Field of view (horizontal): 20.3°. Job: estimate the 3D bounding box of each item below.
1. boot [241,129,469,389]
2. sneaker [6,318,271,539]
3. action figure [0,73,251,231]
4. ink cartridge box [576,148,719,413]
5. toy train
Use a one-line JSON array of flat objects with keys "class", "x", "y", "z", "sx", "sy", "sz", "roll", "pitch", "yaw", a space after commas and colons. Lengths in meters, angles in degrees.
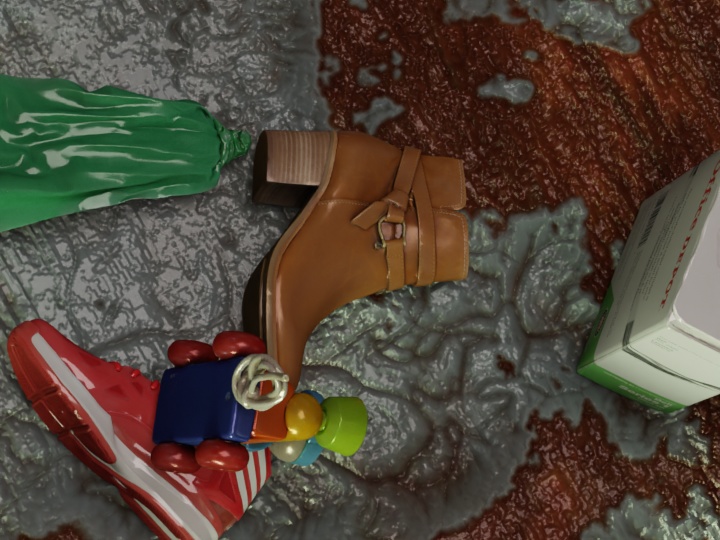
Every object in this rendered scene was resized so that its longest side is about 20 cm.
[{"class": "boot", "x": 0.000, "y": 0.000, "z": 1.404, "sx": 0.153, "sy": 0.074, "sz": 0.202, "roll": 7, "pitch": 81, "yaw": -15}, {"class": "sneaker", "x": -0.141, "y": 0.088, "z": 1.363, "sx": 0.116, "sy": 0.078, "sz": 0.200, "roll": -45, "pitch": 103, "yaw": -25}, {"class": "action figure", "x": -0.170, "y": -0.083, "z": 1.390, "sx": 0.198, "sy": 0.055, "sz": 0.119, "roll": -3, "pitch": 79, "yaw": -20}, {"class": "ink cartridge box", "x": 0.237, "y": 0.008, "z": 1.386, "sx": 0.084, "sy": 0.200, "sz": 0.147, "roll": 25, "pitch": 76, "yaw": -6}, {"class": "toy train", "x": -0.044, "y": 0.089, "z": 1.258, "sx": 0.115, "sy": 0.199, "sz": 0.086, "roll": 14, "pitch": 77, "yaw": -28}]
